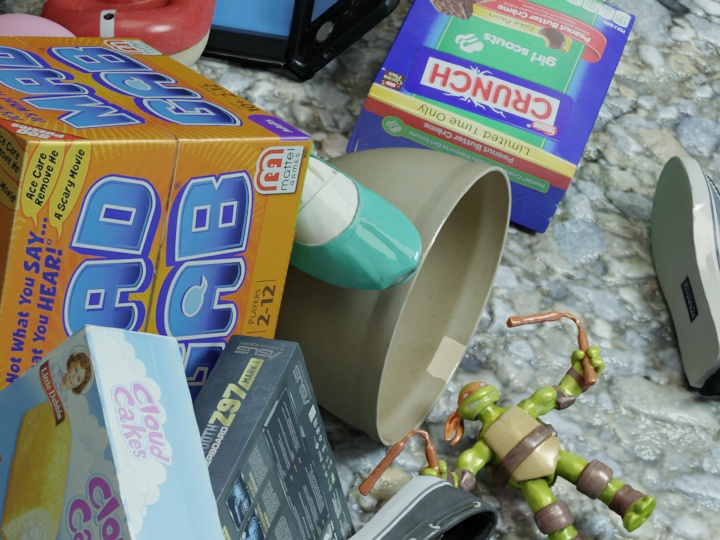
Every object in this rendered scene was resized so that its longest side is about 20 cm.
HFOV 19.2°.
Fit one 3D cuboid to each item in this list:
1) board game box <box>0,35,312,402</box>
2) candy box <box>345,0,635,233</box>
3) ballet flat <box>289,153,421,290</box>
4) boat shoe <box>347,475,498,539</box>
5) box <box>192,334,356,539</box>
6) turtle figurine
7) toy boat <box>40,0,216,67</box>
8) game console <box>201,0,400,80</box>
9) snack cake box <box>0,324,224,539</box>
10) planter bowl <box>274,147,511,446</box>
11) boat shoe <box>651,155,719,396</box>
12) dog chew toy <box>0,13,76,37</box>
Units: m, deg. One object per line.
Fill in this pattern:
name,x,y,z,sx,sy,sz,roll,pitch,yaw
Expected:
board game box,-0.181,-0.019,1.303,0.199,0.201,0.200,-4,24,-39
candy box,0.103,-0.146,1.651,0.169,0.077,0.200,23,51,3
ballet flat,-0.046,-0.049,1.339,0.200,0.070,0.067,32,77,40
boat shoe,0.022,0.200,1.316,0.066,0.070,0.200,12,34,30
box,-0.064,0.163,1.275,0.051,0.200,0.158,5,46,22
turtle figurine,0.109,0.133,1.437,0.200,0.064,0.161,-37,72,-21
toy boat,-0.176,-0.233,1.593,0.130,0.131,0.200,-1,47,5
game console,-0.055,-0.260,1.680,0.116,0.176,0.201,31,45,-27
snack cake box,-0.135,0.144,1.128,0.067,0.115,0.201,12,51,-43
planter bowl,0.000,0.000,1.437,0.134,0.201,0.200,23,49,17
boat shoe,0.280,0.007,1.589,0.092,0.075,0.201,6,58,-19
dog chew toy,-0.238,-0.078,1.480,0.124,0.125,0.201,2,60,-14
